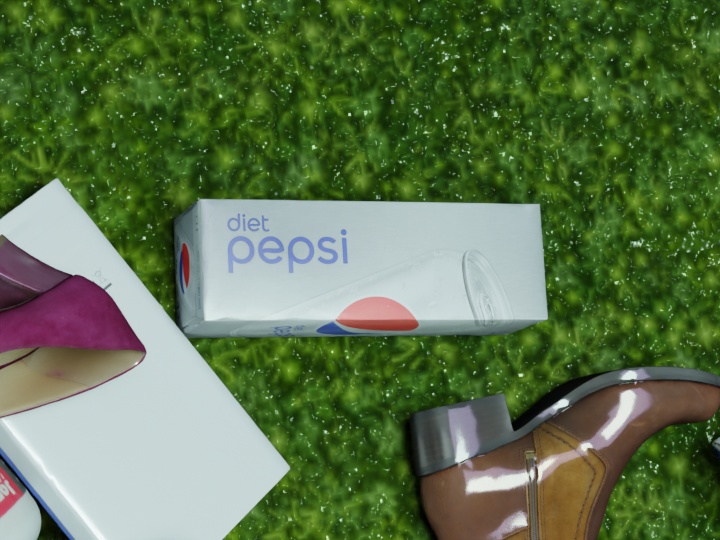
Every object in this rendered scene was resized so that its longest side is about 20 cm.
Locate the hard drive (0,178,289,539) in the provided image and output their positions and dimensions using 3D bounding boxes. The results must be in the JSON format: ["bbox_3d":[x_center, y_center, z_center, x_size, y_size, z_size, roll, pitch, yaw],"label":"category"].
[{"bbox_3d":[-0.138,0.063,1.140,0.200,0.025,0.132,51,43,-4],"label":"hard drive"}]

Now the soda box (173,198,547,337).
[{"bbox_3d":[0.000,0.000,1.204,0.198,0.063,0.069,1,80,-18],"label":"soda box"}]

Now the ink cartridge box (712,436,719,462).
[{"bbox_3d":[0.326,0.136,1.252,0.199,0.043,0.198,-28,105,-7],"label":"ink cartridge box"}]

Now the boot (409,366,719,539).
[{"bbox_3d":[0.131,0.160,1.217,0.187,0.068,0.202,-10,84,-20],"label":"boot"}]

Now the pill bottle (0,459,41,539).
[{"bbox_3d":[-0.228,0.118,1.081,0.111,0.111,0.200,-41,95,-20],"label":"pill bottle"}]

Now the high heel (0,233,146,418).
[{"bbox_3d":[-0.167,0.061,1.037,0.096,0.068,0.201,34,39,-7],"label":"high heel"}]
